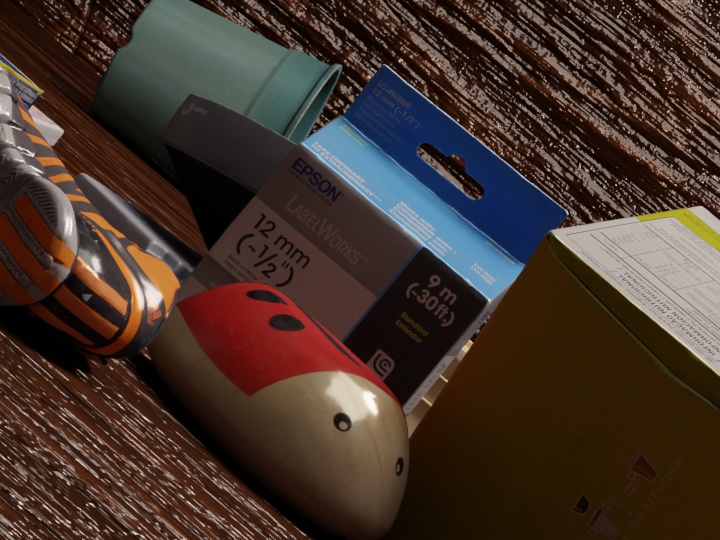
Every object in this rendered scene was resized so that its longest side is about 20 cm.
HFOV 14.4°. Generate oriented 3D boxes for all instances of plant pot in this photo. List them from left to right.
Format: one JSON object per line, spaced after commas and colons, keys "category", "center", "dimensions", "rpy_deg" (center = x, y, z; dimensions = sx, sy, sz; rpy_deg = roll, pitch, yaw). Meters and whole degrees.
{"category": "plant pot", "center": [-0.152, -0.172, 2.873], "dimensions": [0.196, 0.200, 0.200], "rpy_deg": [32, 2, 2]}

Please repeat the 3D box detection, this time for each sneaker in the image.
{"category": "sneaker", "center": [-0.153, -0.021, 1.321], "dimensions": [0.112, 0.078, 0.200], "rpy_deg": [43, 10, -43]}

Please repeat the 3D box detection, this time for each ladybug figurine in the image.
{"category": "ladybug figurine", "center": [-0.037, 0.062, 1.430], "dimensions": [0.136, 0.072, 0.200], "rpy_deg": [38, 3, -37]}

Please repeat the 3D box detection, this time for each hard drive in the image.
{"category": "hard drive", "center": [-0.049, -0.025, 1.757], "dimensions": [0.200, 0.042, 0.135], "rpy_deg": [31, -32, 51]}

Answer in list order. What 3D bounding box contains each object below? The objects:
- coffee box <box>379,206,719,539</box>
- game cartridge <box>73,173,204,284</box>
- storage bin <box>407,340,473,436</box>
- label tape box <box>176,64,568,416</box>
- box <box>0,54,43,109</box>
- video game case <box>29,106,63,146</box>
{"category": "coffee box", "center": [0.159, 0.107, 1.481], "dimensions": [0.200, 0.200, 0.198], "rpy_deg": [41, 23, 20]}
{"category": "game cartridge", "center": [-0.102, 0.015, 1.789], "dimensions": [0.200, 0.041, 0.133], "rpy_deg": [38, 6, -44]}
{"category": "storage bin", "center": [0.060, 0.098, 2.050], "dimensions": [0.199, 0.094, 0.200], "rpy_deg": [39, 2, 0]}
{"category": "label tape box", "center": [0.000, 0.000, 1.617], "dimensions": [0.143, 0.200, 0.066], "rpy_deg": [40, 4, 7]}
{"category": "box", "center": [-0.264, -0.127, 1.568], "dimensions": [0.070, 0.064, 0.200], "rpy_deg": [41, 3, 33]}
{"category": "video game case", "center": [-0.312, -0.165, 2.107], "dimensions": [0.200, 0.018, 0.143], "rpy_deg": [40, 3, 5]}
